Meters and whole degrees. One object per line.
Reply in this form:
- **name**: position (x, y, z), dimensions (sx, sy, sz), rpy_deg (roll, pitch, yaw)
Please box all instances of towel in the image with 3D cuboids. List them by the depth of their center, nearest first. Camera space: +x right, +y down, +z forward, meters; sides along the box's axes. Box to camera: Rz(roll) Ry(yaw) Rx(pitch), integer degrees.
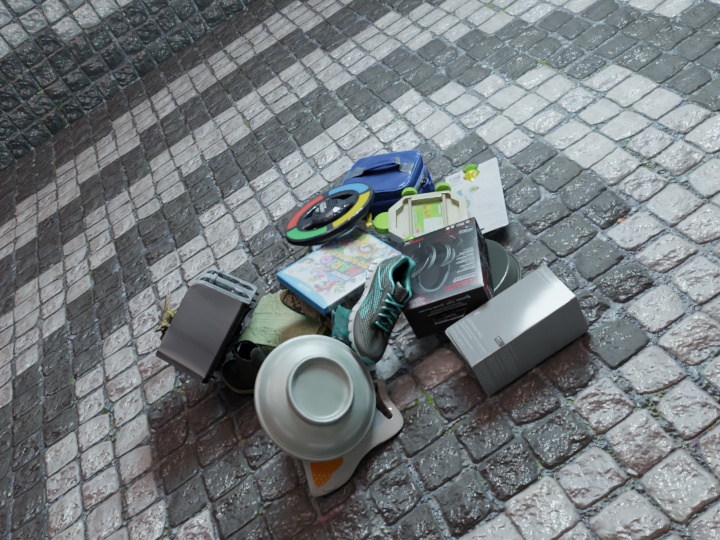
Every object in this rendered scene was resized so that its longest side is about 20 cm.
- **towel**: position (-0.142, 0.102, 1.532), dimensions (0.197, 0.037, 0.150), rpy_deg (-2, 46, 34)

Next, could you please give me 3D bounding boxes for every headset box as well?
- **headset box**: position (0.149, 0.018, 1.368), dimensions (0.146, 0.078, 0.202), rpy_deg (-18, 38, 18)

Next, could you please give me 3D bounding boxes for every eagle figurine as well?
- **eagle figurine**: position (-0.323, 0.108, 1.648), dimensions (0.195, 0.151, 0.155), rpy_deg (1, 79, 2)

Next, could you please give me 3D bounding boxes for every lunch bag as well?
- **lunch bag**: position (0.061, -0.170, 1.661), dimensions (0.197, 0.133, 0.137), rpy_deg (-5, 44, 33)

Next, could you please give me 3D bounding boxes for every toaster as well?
- **toaster**: position (-0.283, 0.102, 1.476), dimensions (0.203, 0.117, 0.181), rpy_deg (-62, 5, 7)

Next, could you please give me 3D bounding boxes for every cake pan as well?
- **cake pan**: position (0.192, 0.017, 1.434), dimensions (0.197, 0.037, 0.202), rpy_deg (-20, 38, 17)

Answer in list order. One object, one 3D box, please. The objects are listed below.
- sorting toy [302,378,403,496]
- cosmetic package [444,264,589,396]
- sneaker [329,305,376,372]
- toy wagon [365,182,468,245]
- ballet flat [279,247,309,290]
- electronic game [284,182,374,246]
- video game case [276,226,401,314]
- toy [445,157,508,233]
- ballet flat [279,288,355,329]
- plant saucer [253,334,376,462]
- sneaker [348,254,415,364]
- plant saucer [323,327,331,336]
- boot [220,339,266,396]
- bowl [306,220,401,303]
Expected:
- **sorting toy**: position (-0.027, 0.241, 1.314), dimensions (0.176, 0.109, 0.201), rpy_deg (-16, 35, -11)
- **cosmetic package**: position (0.250, 0.094, 1.265), dimensions (0.198, 0.091, 0.107), rpy_deg (-37, 36, 0)
- **sneaker**: position (-0.041, 0.124, 1.334), dimensions (0.083, 0.124, 0.198), rpy_deg (18, 20, 38)
- **toy wagon**: position (0.107, -0.098, 1.515), dimensions (0.195, 0.040, 0.157), rpy_deg (-8, 43, 9)
- **ballet flat**: position (-0.099, -0.014, 1.651), dimensions (0.200, 0.068, 0.072), rpy_deg (-42, 6, -38)
- **electronic game**: position (-0.062, -0.113, 1.559), dimensions (0.197, 0.042, 0.201), rpy_deg (-23, 27, 13)
- **video game case**: position (-0.036, -0.005, 1.447), dimensions (0.198, 0.018, 0.142), rpy_deg (-32, 45, -29)
- **toy**: position (0.231, -0.129, 1.561), dimensions (0.113, 0.047, 0.203), rpy_deg (-19, 44, 19)
- **ballet flat**: position (-0.054, 0.069, 1.446), dimensions (0.198, 0.076, 0.068), rpy_deg (32, 36, 9)
- **plant saucer**: position (-0.065, 0.190, 1.229), dimensions (0.201, 0.198, 0.050), rpy_deg (-55, -1, -28)
- **sneaker**: position (0.040, 0.054, 1.297), dimensions (0.091, 0.077, 0.203), rpy_deg (-27, 42, 49)
- **plant saucer**: position (-0.133, 0.097, 1.587), dimensions (0.196, 0.031, 0.202), rpy_deg (-20, 38, 16)
- **boot**: position (-0.215, 0.169, 1.474), dimensions (0.197, 0.139, 0.078), rpy_deg (7, 51, 42)
- **bowl**: position (0.000, 0.000, 1.527), dimensions (0.196, 0.096, 0.203), rpy_deg (-5, 38, 4)
